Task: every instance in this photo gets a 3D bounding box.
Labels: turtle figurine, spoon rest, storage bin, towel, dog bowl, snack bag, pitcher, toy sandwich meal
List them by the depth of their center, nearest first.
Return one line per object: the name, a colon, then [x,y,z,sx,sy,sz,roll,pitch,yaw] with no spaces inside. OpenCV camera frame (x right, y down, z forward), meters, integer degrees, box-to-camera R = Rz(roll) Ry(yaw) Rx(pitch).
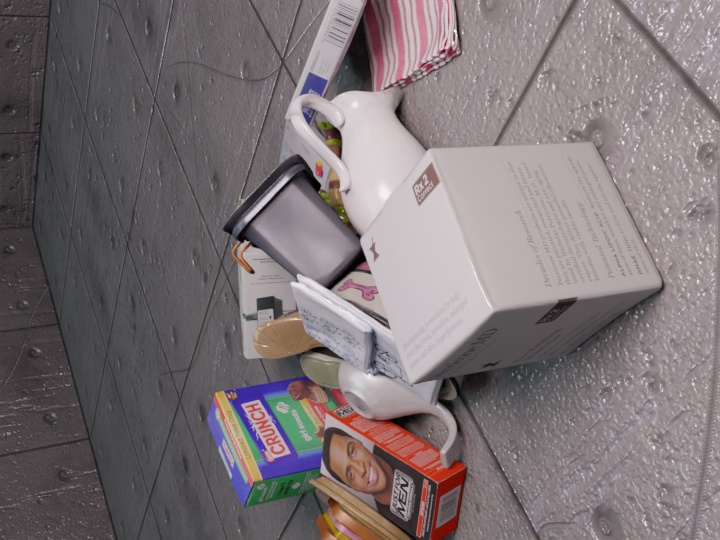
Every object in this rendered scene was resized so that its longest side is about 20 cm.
snack bag: [0.011,0.090,1.054,0.200,0.021,0.189,31,163,11]
dog bowl: [0.049,0.067,1.084,0.074,0.200,0.200,-55,24,-17]
pitcher: [0.007,-0.127,1.109,0.121,0.171,0.200,-44,57,49]
storage bin: [-0.071,-0.035,1.119,0.134,0.146,0.200,45,180,6]
towel: [0.052,-0.309,1.132,0.200,0.030,0.147,-14,83,61]
spoon rest: [0.050,0.176,1.175,0.200,0.061,0.099,30,150,32]
toy sandwich meal: [-0.004,0.358,1.242,0.070,0.205,0.205,-54,27,-14]
turtle figurine: [-0.015,-0.123,1.250,0.200,0.064,0.162,5,91,49]

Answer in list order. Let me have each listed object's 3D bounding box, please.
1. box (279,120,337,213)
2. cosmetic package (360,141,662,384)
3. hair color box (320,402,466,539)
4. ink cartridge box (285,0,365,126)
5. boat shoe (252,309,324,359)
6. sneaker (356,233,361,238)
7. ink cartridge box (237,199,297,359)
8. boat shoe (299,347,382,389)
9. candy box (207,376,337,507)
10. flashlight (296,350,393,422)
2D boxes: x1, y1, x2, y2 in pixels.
box: [-0.083,-0.109,1.411,0.156,0.041,0.200,50,139,44]
cosmetic package: [0.136,-0.009,0.871,0.165,0.200,0.165,-52,51,53]
hair color box: [0.039,0.262,1.200,0.200,0.061,0.102,25,119,39]
ink cartridge box: [-0.026,-0.312,1.171,0.200,0.043,0.197,-71,7,-47]
boat shoe: [-0.049,0.074,1.269,0.065,0.200,0.072,-80,-25,-73]
sneaker: [0.000,0.000,1.273,0.086,0.078,0.200,50,138,-2]
ink cartridge box: [-0.142,0.013,1.384,0.147,0.083,0.200,-105,16,-52]
boat shoe: [0.010,0.140,1.268,0.199,0.066,0.075,9,127,38]
candy box: [-0.106,0.249,1.368,0.169,0.200,0.077,58,142,37]
flashlight: [-0.022,0.173,1.344,0.068,0.068,0.200,-48,44,2]
